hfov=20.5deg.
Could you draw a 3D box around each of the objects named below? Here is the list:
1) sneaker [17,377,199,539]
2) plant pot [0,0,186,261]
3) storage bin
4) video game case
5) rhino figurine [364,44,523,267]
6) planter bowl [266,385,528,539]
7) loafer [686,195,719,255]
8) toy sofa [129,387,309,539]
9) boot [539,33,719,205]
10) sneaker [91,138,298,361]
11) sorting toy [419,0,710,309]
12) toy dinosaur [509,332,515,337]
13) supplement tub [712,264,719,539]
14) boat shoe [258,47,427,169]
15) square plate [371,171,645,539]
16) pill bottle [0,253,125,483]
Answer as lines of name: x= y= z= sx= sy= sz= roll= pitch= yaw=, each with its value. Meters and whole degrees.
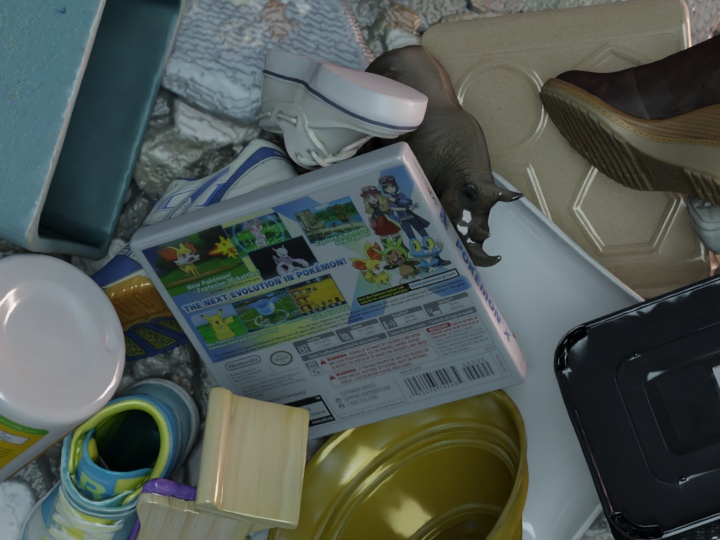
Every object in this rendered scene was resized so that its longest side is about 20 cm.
sneaker: x=-0.182 y=0.159 z=1.301 sx=0.079 sy=0.131 sz=0.200 roll=28 pitch=89 yaw=3
plant pot: x=-0.248 y=-0.132 z=1.273 sx=0.200 sy=0.196 sz=0.197 roll=18 pitch=90 yaw=7
storage bin: x=0.228 y=0.078 z=1.194 sx=0.200 sy=0.094 sz=0.136 roll=-20 pitch=72 yaw=4
video game case: x=-0.020 y=0.022 z=1.267 sx=0.200 sy=0.022 sz=0.183 roll=-17 pitch=120 yaw=25
rhino figurine: x=0.047 y=-0.071 z=1.292 sx=0.060 sy=0.200 sz=0.088 roll=14 pitch=122 yaw=-36
planter bowl: x=0.041 y=0.171 z=1.282 sx=0.200 sy=0.200 sz=0.083 roll=-42 pitch=122 yaw=-1
loafer: x=0.258 y=-0.045 z=1.294 sx=0.070 sy=0.200 sz=0.070 roll=-12 pitch=105 yaw=25
toy sofa: x=-0.102 y=0.158 z=1.270 sx=0.097 sy=0.200 sz=0.083 roll=12 pitch=55 yaw=-8
boot: x=0.228 y=-0.123 z=1.265 sx=0.166 sy=0.200 sz=0.072 roll=-44 pitch=130 yaw=-15
sneaker: x=-0.120 y=-0.012 z=1.342 sx=0.200 sy=0.075 sz=0.088 roll=-29 pitch=48 yaw=13
sorting toy: x=0.137 y=-0.076 z=1.344 sx=0.185 sy=0.036 sz=0.201 roll=-5 pitch=87 yaw=17
toy dinosaur: x=0.000 y=0.000 z=1.313 sx=0.106 sy=0.060 sz=0.200 roll=-46 pitch=63 yaw=25
supplement tub: x=0.273 y=0.103 z=1.304 sx=0.144 sy=0.144 sz=0.200 roll=21 pitch=79 yaw=-3
boat shoe: x=-0.019 y=-0.097 z=1.280 sx=0.071 sy=0.200 sz=0.070 roll=11 pitch=98 yaw=-27
square plate: x=0.106 y=0.068 z=1.319 sx=0.200 sy=0.028 sz=0.198 roll=41 pitch=113 yaw=12
pill bottle: x=-0.240 y=0.076 z=1.262 sx=0.111 sy=0.200 sz=0.111 roll=16 pitch=59 yaw=-29
